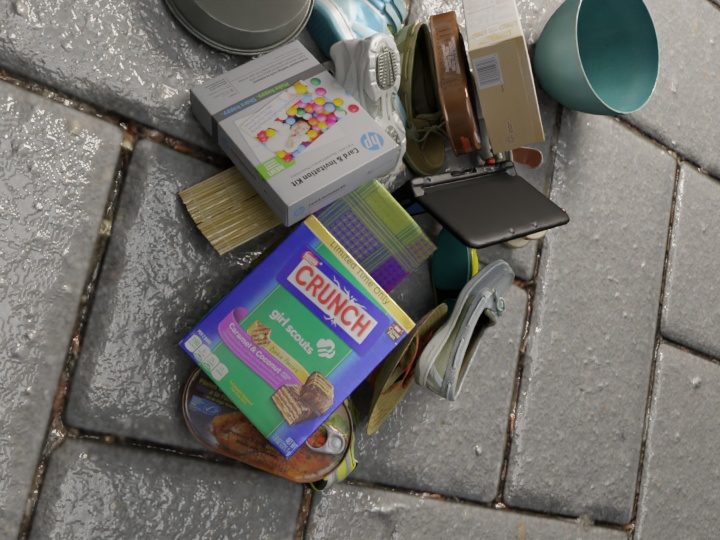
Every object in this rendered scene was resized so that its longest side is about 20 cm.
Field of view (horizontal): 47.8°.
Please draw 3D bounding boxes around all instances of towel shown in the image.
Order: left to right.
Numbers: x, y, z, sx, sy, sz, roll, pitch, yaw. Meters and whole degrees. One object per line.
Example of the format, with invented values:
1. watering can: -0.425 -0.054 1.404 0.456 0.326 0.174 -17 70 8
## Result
1. towel: -0.024 -0.013 0.977 0.199 0.023 0.144 -39 112 15

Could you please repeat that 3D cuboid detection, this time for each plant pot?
1. plant pot: 0.348 -0.331 1.258 0.197 0.134 0.204 2 86 -34

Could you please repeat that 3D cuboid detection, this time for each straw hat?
1. straw hat: 0.027 0.102 1.029 0.084 0.202 0.202 31 64 15

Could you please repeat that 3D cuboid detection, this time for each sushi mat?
1. sushi mat: -0.105 -0.096 0.949 0.198 0.012 0.096 -29 72 -21

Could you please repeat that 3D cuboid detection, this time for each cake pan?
1. cake pan: -0.139 -0.356 0.951 0.197 0.037 0.204 3 83 -24

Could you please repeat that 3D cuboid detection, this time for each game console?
1. game console: 0.134 -0.067 1.051 0.198 0.175 0.118 -14 79 -38

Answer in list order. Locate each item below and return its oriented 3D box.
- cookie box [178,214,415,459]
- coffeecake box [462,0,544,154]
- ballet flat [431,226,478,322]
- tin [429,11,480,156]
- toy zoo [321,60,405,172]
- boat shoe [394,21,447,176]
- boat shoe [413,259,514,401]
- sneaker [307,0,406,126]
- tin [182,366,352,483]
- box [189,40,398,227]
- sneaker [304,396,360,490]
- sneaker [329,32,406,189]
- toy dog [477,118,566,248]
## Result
1. cookie box: -0.067 0.072 0.890 0.171 0.075 0.200 45 78 1
2. coffeecake box: 0.189 -0.282 1.094 0.202 0.072 0.155 -86 159 -49
3. ballet flat: 0.138 0.032 1.145 0.067 0.066 0.204 -2 92 -56
4. tin: 0.125 -0.247 1.067 0.112 0.041 0.203 46 35 -59
5. toy zoo: -0.042 -0.175 1.030 0.131 0.020 0.201 -44 103 -30
6. boat shoe: 0.084 -0.231 1.109 0.072 0.063 0.204 -12 94 -35
7. boat shoe: 0.147 0.076 1.054 0.203 0.064 0.075 -51 149 -21
8. sneaker: 0.030 -0.288 1.060 0.130 0.079 0.201 -42 112 -22
9. tin: -0.105 0.165 0.925 0.197 0.042 0.114 23 82 -4
10. box: -0.077 -0.162 0.924 0.155 0.041 0.201 -30 66 -23
11. sneaker: -0.042 0.163 1.006 0.076 0.075 0.204 -4 98 -47
12. sneaker: -0.001 -0.188 1.003 0.077 0.098 0.204 -18 115 -47
13. toy dog: 0.237 -0.131 1.189 0.095 0.132 0.203 -22 111 -11
